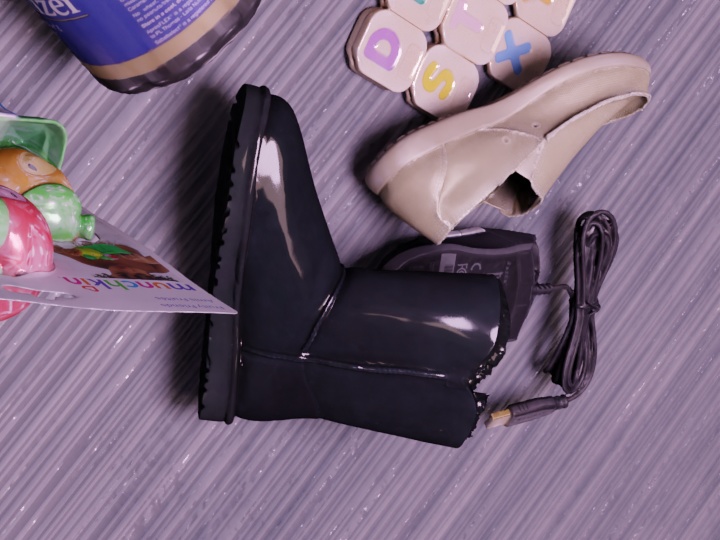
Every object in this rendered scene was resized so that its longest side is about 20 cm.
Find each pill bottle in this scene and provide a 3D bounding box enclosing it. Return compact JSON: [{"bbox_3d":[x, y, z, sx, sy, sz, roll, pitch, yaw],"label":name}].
[{"bbox_3d":[-0.137,-0.188,0.881,0.112,0.111,0.200,-50,128,-14],"label":"pill bottle"}]

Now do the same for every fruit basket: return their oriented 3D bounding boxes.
[{"bbox_3d":[-0.178,-0.027,0.844,0.184,0.199,0.095,4,103,-38],"label":"fruit basket"}]

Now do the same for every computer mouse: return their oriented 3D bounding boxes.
[{"bbox_3d":[0.072,0.035,1.165,0.199,0.046,0.142,-12,117,-34],"label":"computer mouse"}]

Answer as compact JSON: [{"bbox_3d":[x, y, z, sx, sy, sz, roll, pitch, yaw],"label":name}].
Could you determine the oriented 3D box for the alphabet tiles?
[{"bbox_3d":[0.066,-0.192,1.105,0.195,0.015,0.201,27,87,-40],"label":"alphabet tiles"}]

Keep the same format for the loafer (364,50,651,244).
[{"bbox_3d":[0.097,-0.071,1.120,0.199,0.076,0.069,-24,83,-21],"label":"loafer"}]

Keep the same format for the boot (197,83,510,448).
[{"bbox_3d":[0.000,0.000,1.031,0.166,0.077,0.202,4,110,-8],"label":"boot"}]
